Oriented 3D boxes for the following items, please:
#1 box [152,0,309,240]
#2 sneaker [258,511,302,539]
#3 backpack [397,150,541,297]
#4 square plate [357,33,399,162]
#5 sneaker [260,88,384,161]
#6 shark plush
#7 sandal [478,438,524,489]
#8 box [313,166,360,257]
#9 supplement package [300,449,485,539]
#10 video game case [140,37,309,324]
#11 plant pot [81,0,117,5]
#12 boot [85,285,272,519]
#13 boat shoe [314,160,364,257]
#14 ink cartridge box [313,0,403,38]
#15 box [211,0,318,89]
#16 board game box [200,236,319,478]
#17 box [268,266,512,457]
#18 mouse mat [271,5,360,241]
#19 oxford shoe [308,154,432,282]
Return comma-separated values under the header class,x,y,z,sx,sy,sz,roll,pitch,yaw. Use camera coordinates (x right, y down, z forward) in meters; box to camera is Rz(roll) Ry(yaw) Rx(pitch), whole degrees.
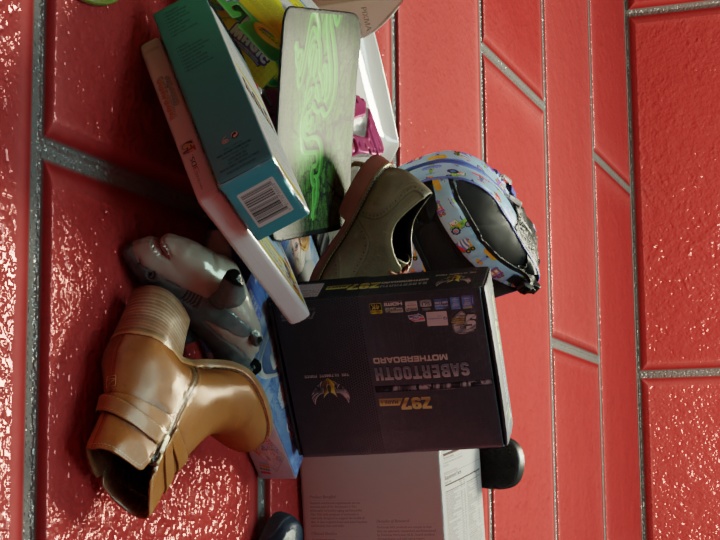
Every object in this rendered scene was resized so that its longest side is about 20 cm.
class,x,y,z,sx,sy,sz,roll,pitch,yaw
box,-0.105,-0.127,1.235,0.201,0.049,0.082,66,5,37
sneaker,-0.061,0.315,1.405,0.070,0.081,0.201,56,35,-53
backpack,0.096,-0.056,1.778,0.200,0.182,0.135,55,27,-39
square plate,-0.011,-0.181,1.703,0.200,0.028,0.199,-63,144,-54
sneaker,-0.060,-0.120,1.472,0.200,0.088,0.082,2,66,-59
shark plush,-0.129,0.041,1.289,0.201,0.083,0.091,74,-6,-49
sandal,0.091,0.200,1.672,0.045,0.199,0.076,-1,96,-59
box,0.000,0.000,1.560,0.082,0.068,0.201,-104,174,-86
supplement package,0.034,0.218,1.580,0.151,0.151,0.202,-3,89,-70
video game case,-0.113,-0.072,1.301,0.183,0.023,0.200,66,5,36
plant pot,-0.129,-0.313,1.170,0.200,0.189,0.202,-5,90,-70
boot,-0.141,0.128,1.219,0.200,0.076,0.156,62,29,-44
boat shoe,-0.006,-0.015,1.638,0.068,0.072,0.202,-23,114,-75
ink cartridge box,0.044,-0.297,1.623,0.161,0.199,0.050,-62,143,-54
box,-0.083,-0.220,1.403,0.117,0.048,0.200,49,18,8
board game box,-0.080,0.054,1.453,0.201,0.043,0.200,-72,152,-46
box,0.029,0.084,1.394,0.051,0.199,0.159,-61,144,-63
mouse mat,-0.038,-0.130,1.373,0.161,0.007,0.201,-16,110,-65
oxford shoe,0.004,-0.002,1.435,0.070,0.075,0.201,-27,141,-61
